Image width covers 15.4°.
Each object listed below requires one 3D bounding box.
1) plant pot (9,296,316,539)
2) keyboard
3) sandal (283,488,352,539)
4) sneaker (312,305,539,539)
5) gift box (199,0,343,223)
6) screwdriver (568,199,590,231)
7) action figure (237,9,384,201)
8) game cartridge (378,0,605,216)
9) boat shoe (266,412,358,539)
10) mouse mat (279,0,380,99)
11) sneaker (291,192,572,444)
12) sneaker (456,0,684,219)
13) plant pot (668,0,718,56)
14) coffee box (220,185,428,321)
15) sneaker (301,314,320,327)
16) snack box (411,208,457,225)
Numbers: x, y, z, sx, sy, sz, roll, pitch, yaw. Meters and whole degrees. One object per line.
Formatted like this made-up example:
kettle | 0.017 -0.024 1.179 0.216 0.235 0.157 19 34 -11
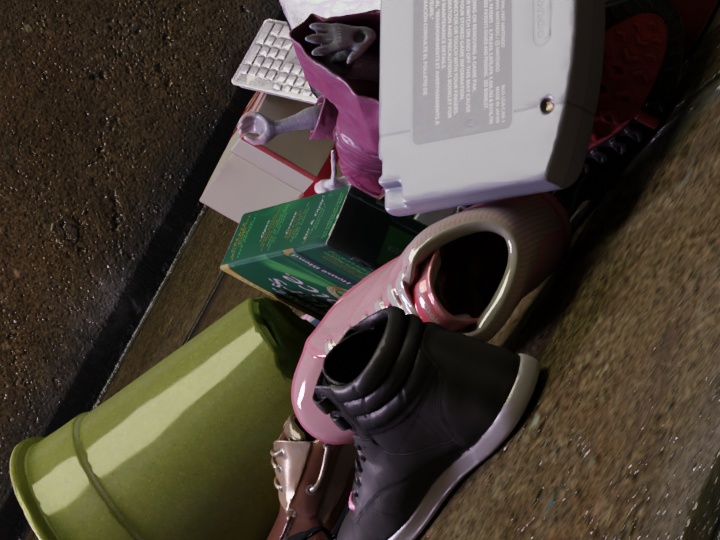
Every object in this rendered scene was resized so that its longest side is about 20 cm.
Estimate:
plant pot | -0.092 0.122 1.729 0.190 0.200 0.200 -45 11 14
keyboard | -0.004 -0.136 1.843 0.199 0.011 0.057 15 75 38
sandal | -0.053 0.210 1.587 0.201 0.043 0.076 -56 9 19
sneaker | 0.010 0.087 1.455 0.200 0.099 0.071 -52 12 45
gift box | -0.002 -0.119 1.984 0.201 0.184 0.187 -68 9 -19
screwdriver | 0.075 0.039 1.536 0.200 0.029 0.028 -48 10 17
action figure | 0.010 -0.100 1.760 0.148 0.134 0.200 -28 -25 -15
game cartridge | 0.071 -0.136 1.468 0.133 0.040 0.202 -9 74 38
boat shoe | -0.020 0.114 1.630 0.201 0.072 0.076 -56 8 18
mouse mat | 0.013 -0.202 1.764 0.199 0.162 0.008 -12 11 43
sneaker | 0.026 0.029 1.486 0.200 0.076 0.105 -40 -4 18
sneaker | 0.119 -0.095 1.531 0.200 0.079 0.096 -53 8 37
plant pot | 0.133 -0.234 1.607 0.201 0.176 0.200 -61 8 -17
coffee box | 0.000 0.000 1.669 0.200 0.122 0.044 -9 56 67
sneaker | -0.013 0.054 1.897 0.082 0.070 0.200 -38 8 -2
snack box | 0.086 -0.094 1.817 0.201 0.053 0.142 -60 10 -4
